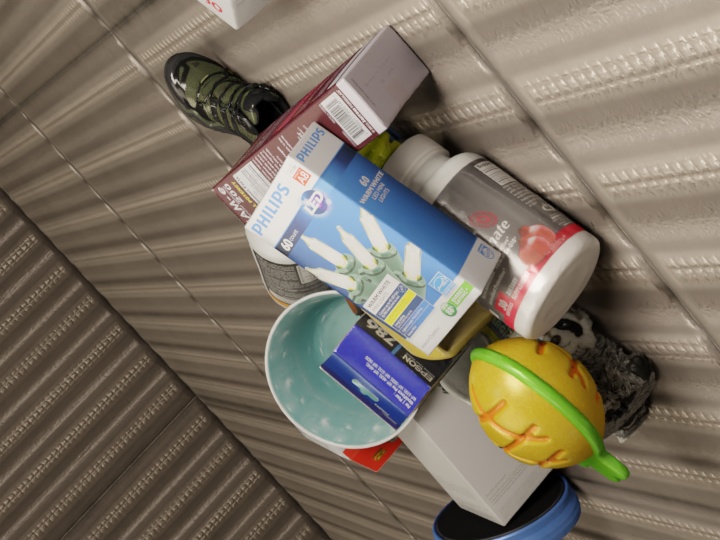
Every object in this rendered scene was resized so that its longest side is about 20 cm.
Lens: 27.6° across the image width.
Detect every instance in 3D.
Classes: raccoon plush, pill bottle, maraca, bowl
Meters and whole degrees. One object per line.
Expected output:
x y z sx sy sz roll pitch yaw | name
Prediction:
0.218 0.108 1.486 0.134 0.097 0.201 46 166 23 | raccoon plush
-0.077 -0.041 1.763 0.116 0.116 0.201 37 162 22 | pill bottle
0.175 0.134 1.356 0.200 0.107 0.137 45 170 -34 | maraca
0.184 0.318 1.884 0.200 0.199 0.040 7 121 64 | bowl
0.110 -0.037 1.336 0.199 0.111 0.111 37 162 21 | pill bottle
-0.005 0.102 1.770 0.201 0.201 0.105 44 -154 0 | bowl

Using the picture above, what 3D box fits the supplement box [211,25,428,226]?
-0.038 -0.126 1.328 0.061 0.109 0.199 47 132 -11 | supplement box

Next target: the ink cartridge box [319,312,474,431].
0.047 0.071 1.442 0.099 0.200 0.039 39 125 5 | ink cartridge box

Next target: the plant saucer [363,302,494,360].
0.044 -0.001 1.452 0.200 0.200 0.049 41 124 9 | plant saucer

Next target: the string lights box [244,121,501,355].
0.010 -0.026 1.269 0.199 0.059 0.103 34 134 -2 | string lights box

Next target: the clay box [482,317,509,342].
0.102 0.032 1.637 0.199 0.048 0.115 20 151 56 | clay box

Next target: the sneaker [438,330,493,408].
0.109 0.104 1.577 0.200 0.071 0.100 45 171 46 | sneaker

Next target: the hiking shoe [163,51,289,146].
-0.130 -0.189 1.635 0.199 0.076 0.101 35 155 -1 | hiking shoe

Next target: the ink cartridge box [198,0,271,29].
-0.142 -0.326 1.284 0.145 0.083 0.200 39 162 17 | ink cartridge box

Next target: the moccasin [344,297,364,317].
-0.001 0.001 1.588 0.078 0.073 0.201 55 -177 13 | moccasin

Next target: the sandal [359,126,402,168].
0.041 -0.096 1.453 0.200 0.080 0.087 42 -168 -6 | sandal

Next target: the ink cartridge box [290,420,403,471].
0.009 0.182 2.023 0.047 0.160 0.199 50 162 -28 | ink cartridge box

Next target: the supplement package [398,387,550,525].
0.133 0.201 1.844 0.200 0.120 0.121 50 164 -20 | supplement package
